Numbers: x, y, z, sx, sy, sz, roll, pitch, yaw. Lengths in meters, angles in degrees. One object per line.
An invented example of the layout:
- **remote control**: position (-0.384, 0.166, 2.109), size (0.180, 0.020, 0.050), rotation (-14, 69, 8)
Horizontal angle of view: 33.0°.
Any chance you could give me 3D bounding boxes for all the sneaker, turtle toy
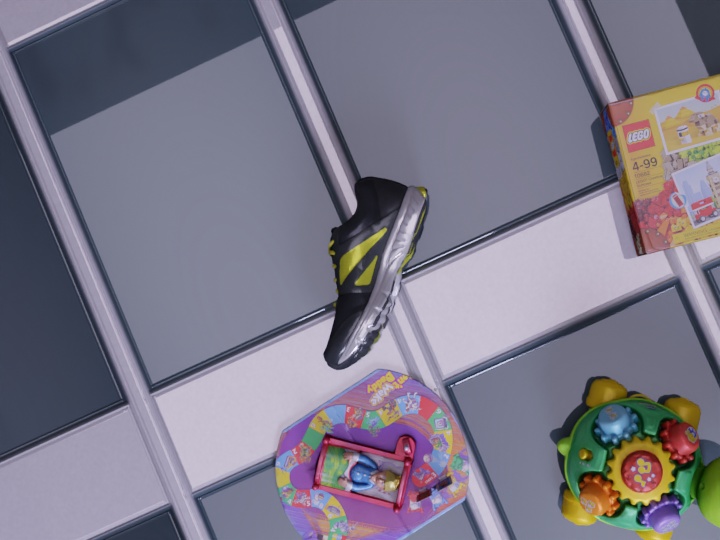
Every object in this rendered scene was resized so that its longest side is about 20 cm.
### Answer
- **sneaker**: position (0.000, 0.000, 1.212), size (0.084, 0.075, 0.202), rotation (22, 82, 11)
- **turtle toy**: position (0.285, 0.192, 1.162), size (0.197, 0.101, 0.148), rotation (13, 90, 5)

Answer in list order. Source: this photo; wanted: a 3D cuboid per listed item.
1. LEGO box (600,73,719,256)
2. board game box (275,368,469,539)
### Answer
- **LEGO box**: position (0.349, -0.111, 1.176), size (0.198, 0.077, 0.151), rotation (-15, 88, 4)
- **board game box**: position (0.009, 0.199, 1.214), size (0.199, 0.039, 0.159), rotation (-32, 86, 3)
